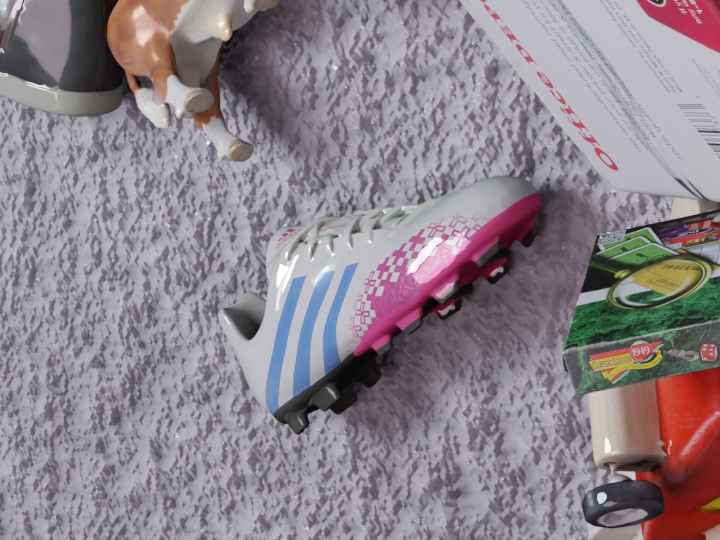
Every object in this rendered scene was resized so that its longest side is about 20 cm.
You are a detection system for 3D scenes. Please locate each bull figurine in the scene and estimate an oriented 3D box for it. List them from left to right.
[{"bbox_3d":[-0.061,-0.149,1.049,0.200,0.065,0.122,-60,43,40],"label":"bull figurine"}]

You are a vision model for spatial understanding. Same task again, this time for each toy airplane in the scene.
[{"bbox_3d":[0.160,0.081,0.918,0.140,0.199,0.201,-8,112,5],"label":"toy airplane"}]

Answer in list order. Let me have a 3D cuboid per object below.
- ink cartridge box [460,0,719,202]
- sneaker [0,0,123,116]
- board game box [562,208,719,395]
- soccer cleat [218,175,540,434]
[{"bbox_3d":[0.124,-0.102,0.835,0.145,0.083,0.200,50,169,-17],"label":"ink cartridge box"},{"bbox_3d":[-0.203,-0.157,1.164,0.199,0.075,0.107,17,110,22],"label":"sneaker"},{"bbox_3d":[0.176,-0.005,0.805,0.199,0.105,0.024,-13,113,18],"label":"board game box"},{"bbox_3d":[0.000,0.000,1.057,0.200,0.070,0.087,-42,79,38],"label":"soccer cleat"}]
